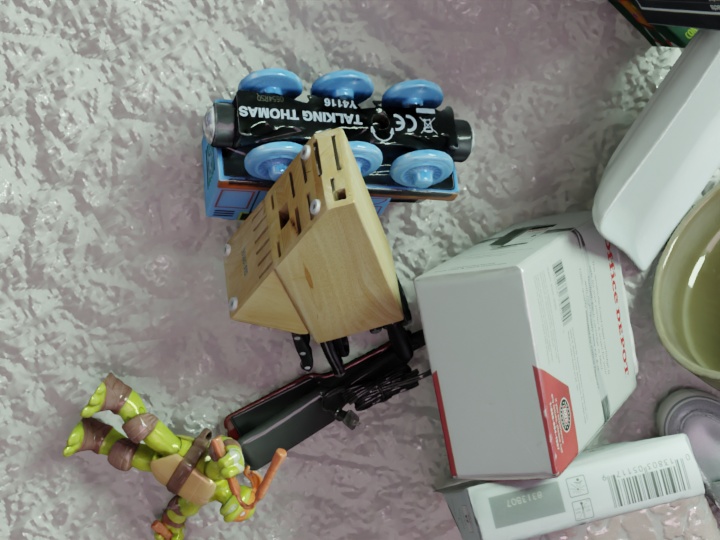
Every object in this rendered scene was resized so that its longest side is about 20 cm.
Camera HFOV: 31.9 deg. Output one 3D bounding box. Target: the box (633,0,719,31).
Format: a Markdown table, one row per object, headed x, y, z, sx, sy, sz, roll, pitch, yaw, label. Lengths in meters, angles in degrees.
| x | y | z | sx | sy | sz | roll | pitch | yaw | label |
| --- | --- | --- | --- | --- | --- | --- | --- | --- | --- |
| 0.208 | -0.265 | 0.790 | 0.123 | 0.200 | 0.199 | -36 | 105 | 2 | box |

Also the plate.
| x | y | z | sx | sy | sz | roll | pitch | yaw | label |
| --- | --- | --- | --- | --- | --- | --- | --- | --- | --- |
| 0.240 | -0.102 | 0.930 | 0.032 | 0.200 | 0.200 | 35 | 95 | 23 | plate |

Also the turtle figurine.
| x | y | z | sx | sy | sz | roll | pitch | yaw | label |
| --- | --- | --- | --- | --- | --- | --- | --- | --- | --- |
| -0.134 | 0.141 | 0.944 | 0.161 | 0.200 | 0.065 | 33 | 51 | -3 | turtle figurine |

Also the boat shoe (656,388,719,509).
| x | y | z | sx | sy | sz | roll | pitch | yaw | label |
| --- | --- | --- | --- | --- | --- | --- | --- | --- | --- |
| 0.326 | 0.179 | 1.042 | 0.070 | 0.072 | 0.201 | -43 | 103 | 2 | boat shoe |

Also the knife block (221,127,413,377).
| x | y | z | sx | sy | sz | roll | pitch | yaw | label |
| --- | --- | --- | --- | --- | --- | --- | --- | --- | --- |
| 0.000 | 0.000 | 0.897 | 0.175 | 0.064 | 0.200 | 12 | 140 | -31 | knife block |

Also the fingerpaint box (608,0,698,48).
| x | y | z | sx | sy | sz | roll | pitch | yaw | label |
| --- | --- | --- | --- | --- | --- | --- | --- | --- | --- |
| 0.240 | -0.295 | 0.928 | 0.167 | 0.073 | 0.200 | 42 | 93 | -14 | fingerpaint box |

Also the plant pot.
| x | y | z | sx | sy | sz | roll | pitch | yaw | label |
| --- | --- | --- | --- | --- | --- | --- | --- | --- | --- |
| 0.355 | 0.034 | 0.973 | 0.173 | 0.200 | 0.200 | 36 | 95 | -32 | plant pot |

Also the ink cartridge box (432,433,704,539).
| x | y | z | sx | sy | sz | roll | pitch | yaw | label |
| --- | --- | --- | --- | --- | --- | --- | --- | --- | --- |
| 0.146 | 0.166 | 0.943 | 0.162 | 0.200 | 0.057 | -13 | 77 | -6 | ink cartridge box |

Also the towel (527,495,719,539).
| x | y | z | sx | sy | sz | roll | pitch | yaw | label |
| --- | --- | --- | --- | --- | --- | --- | --- | --- | --- |
| 0.219 | 0.265 | 1.052 | 0.190 | 0.032 | 0.201 | -27 | 105 | 6 | towel |

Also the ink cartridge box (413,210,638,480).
| x | y | z | sx | sy | sz | roll | pitch | yaw | label |
| --- | --- | --- | --- | --- | --- | --- | --- | --- | --- |
| 0.126 | 0.048 | 0.911 | 0.083 | 0.200 | 0.148 | -7 | 99 | 29 | ink cartridge box |

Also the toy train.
| x | y | z | sx | sy | sz | roll | pitch | yaw | label |
| --- | --- | --- | --- | --- | --- | --- | --- | --- | --- |
| -0.020 | -0.086 | 0.911 | 0.199 | 0.114 | 0.087 | 1 | 65 | -18 | toy train |

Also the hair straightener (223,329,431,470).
| x | y | z | sx | sy | sz | roll | pitch | yaw | label |
| --- | --- | --- | --- | --- | --- | --- | --- | --- | --- |
| -0.005 | 0.103 | 0.973 | 0.199 | 0.077 | 0.041 | -23 | 122 | -7 | hair straightener |
